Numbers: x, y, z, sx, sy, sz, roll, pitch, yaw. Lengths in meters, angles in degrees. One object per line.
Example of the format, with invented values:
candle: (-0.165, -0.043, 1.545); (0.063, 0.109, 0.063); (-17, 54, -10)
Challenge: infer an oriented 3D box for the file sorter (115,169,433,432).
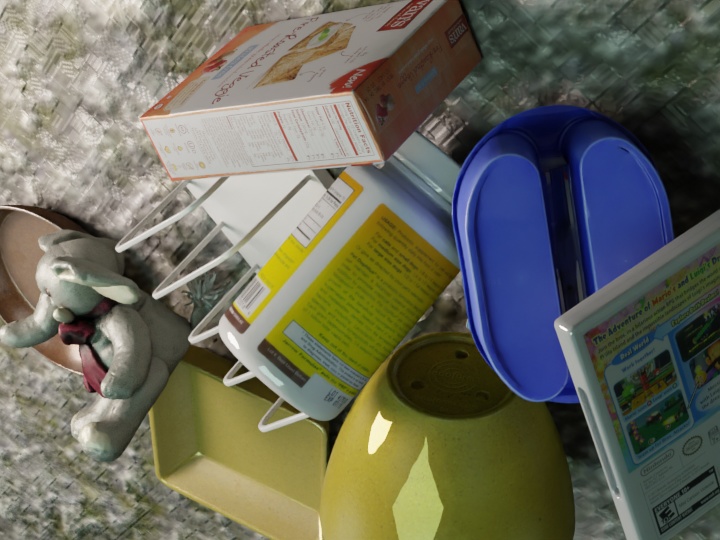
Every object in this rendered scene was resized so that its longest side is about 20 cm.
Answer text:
file sorter: (-0.074, 0.007, 1.240); (0.139, 0.125, 0.200); (-24, 108, 48)

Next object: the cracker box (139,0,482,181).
cracker box: (-0.035, -0.124, 1.079); (0.200, 0.134, 0.058); (-1, 124, 39)

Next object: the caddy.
caddy: (0.135, -0.007, 1.030); (0.141, 0.105, 0.201); (-9, 98, 2)

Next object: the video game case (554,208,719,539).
video game case: (0.226, 0.055, 0.988); (0.024, 0.200, 0.182); (31, 149, 56)

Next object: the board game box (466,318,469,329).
board game box: (0.178, 0.031, 1.125); (0.200, 0.034, 0.135); (27, 138, 17)

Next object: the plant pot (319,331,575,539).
plant pot: (0.069, 0.132, 1.188); (0.200, 0.200, 0.142); (21, 131, 24)

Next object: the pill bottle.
pill bottle: (0.000, 0.000, 1.111); (0.109, 0.200, 0.109); (40, -178, -2)

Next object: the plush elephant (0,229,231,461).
plush elephant: (-0.227, 0.044, 1.341); (0.155, 0.200, 0.165); (36, 179, -11)

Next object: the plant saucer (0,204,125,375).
plant saucer: (-0.284, 0.015, 1.492); (0.200, 0.034, 0.201); (22, 136, 23)

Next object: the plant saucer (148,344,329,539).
plant saucer: (-0.104, 0.158, 1.465); (0.200, 0.048, 0.200); (23, 138, 22)
